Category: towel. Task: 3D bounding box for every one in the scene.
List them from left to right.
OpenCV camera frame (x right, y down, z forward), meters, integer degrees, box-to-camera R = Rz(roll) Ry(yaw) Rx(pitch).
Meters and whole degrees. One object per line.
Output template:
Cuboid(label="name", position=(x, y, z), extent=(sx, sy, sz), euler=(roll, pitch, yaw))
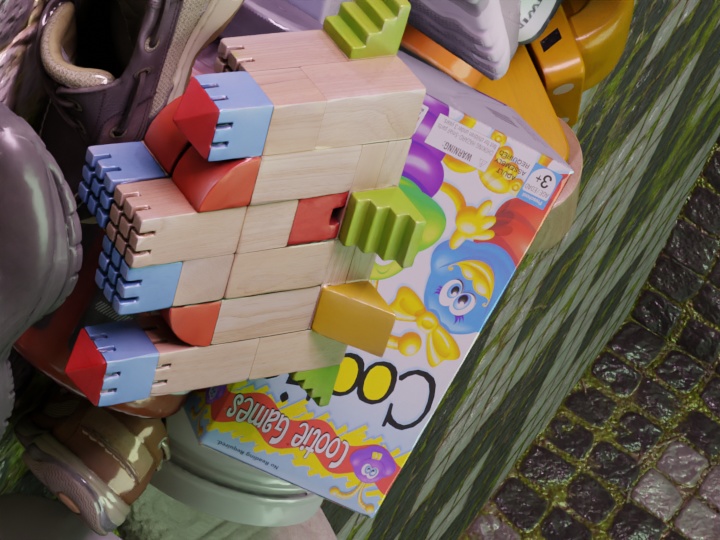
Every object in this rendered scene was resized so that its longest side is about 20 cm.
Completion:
Cuboid(label="towel", position=(-0.082, 0.150, 1.444), extent=(0.034, 0.133, 0.200), euler=(-31, 178, 24))

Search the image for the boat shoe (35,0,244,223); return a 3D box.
Cuboid(label="boat shoe", position=(-0.107, -0.095, 1.032), extent=(0.066, 0.072, 0.201), euler=(-8, 147, -39))

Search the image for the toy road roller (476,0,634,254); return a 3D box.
Cuboid(label="toy road roller", position=(0.117, -0.126, 1.548), extent=(0.145, 0.201, 0.123), euler=(-19, 163, -4))

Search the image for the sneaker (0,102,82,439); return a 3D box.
Cuboid(label="sneaker", position=(-0.178, 0.020, 1.018), extent=(0.091, 0.076, 0.201), euler=(-28, 146, -49))

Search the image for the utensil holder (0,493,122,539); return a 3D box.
Cuboid(label="utensil holder", position=(-0.200, 0.238, 1.266), extent=(0.200, 0.169, 0.170), euler=(-51, 167, -39))

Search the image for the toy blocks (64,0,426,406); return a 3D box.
Cuboid(label="toy blocks", position=(-0.058, -0.023, 1.039), extent=(0.136, 0.100, 0.201), euler=(-8, 132, -32))

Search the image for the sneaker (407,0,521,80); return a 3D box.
Cuboid(label="sneaker", position=(0.062, -0.158, 1.205), extent=(0.082, 0.075, 0.200), euler=(-53, 169, -11))

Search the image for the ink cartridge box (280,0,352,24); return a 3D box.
Cuboid(label="ink cartridge box", position=(-0.003, -0.163, 1.209), extent=(0.119, 0.042, 0.200), euler=(-51, 170, -34))

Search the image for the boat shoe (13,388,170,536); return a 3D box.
Cuboid(label="boat shoe", position=(-0.131, 0.086, 1.271), extent=(0.072, 0.076, 0.200), euler=(-48, -168, -4))

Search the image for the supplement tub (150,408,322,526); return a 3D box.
Cuboid(label="supplement tub", position=(-0.046, 0.024, 1.346), extent=(0.201, 0.145, 0.145), euler=(-68, 166, 19))

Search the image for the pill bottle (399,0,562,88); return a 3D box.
Cuboid(label="pill bottle", position=(0.089, -0.208, 1.446), extent=(0.201, 0.106, 0.106), euler=(-58, 169, 3))

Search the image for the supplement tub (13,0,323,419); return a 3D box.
Cuboid(label="supplement tub", position=(-0.085, -0.037, 1.158), extent=(0.201, 0.107, 0.107), euler=(-60, 169, 13))

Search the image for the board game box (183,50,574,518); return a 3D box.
Cuboid(label="board game box", position=(0.000, 0.000, 1.206), extent=(0.201, 0.103, 0.105), euler=(-61, -157, 11))
